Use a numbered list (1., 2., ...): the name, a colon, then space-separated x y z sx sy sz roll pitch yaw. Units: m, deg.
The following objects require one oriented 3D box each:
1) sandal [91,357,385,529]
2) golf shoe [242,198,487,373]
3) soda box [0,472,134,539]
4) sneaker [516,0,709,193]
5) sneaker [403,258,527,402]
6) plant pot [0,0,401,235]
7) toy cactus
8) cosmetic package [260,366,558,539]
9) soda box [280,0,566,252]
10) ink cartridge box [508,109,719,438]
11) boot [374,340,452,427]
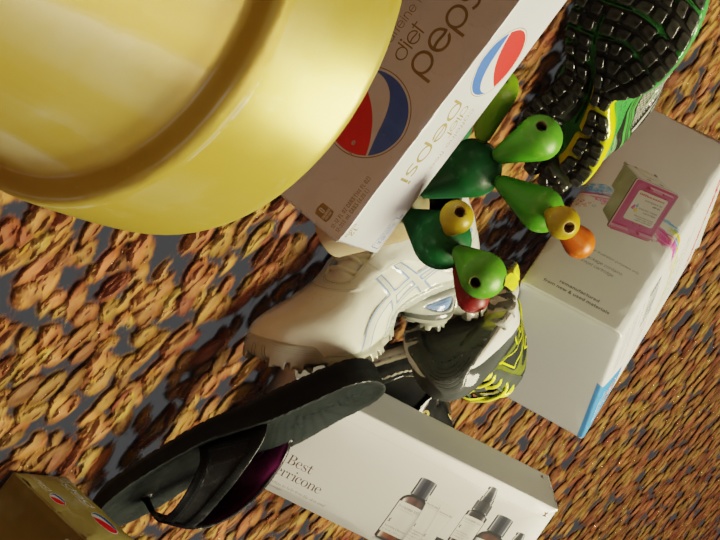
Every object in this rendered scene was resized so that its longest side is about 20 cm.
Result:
1. sandal: -0.074 0.115 1.462 0.200 0.048 0.075 -28 160 14
2. golf shoe: 0.000 0.000 1.511 0.200 0.078 0.097 -24 121 -47
3. soda box: -0.220 0.211 1.392 0.200 0.064 0.068 -53 160 7
4. sneaker: 0.171 -0.143 1.601 0.085 0.078 0.200 -39 168 -46
5. sneaker: 0.082 0.054 1.629 0.200 0.074 0.085 -55 133 -68
6. plant pot: -0.115 -0.125 0.844 0.189 0.201 0.201 14 116 -50
7. toy cactus: 0.052 -0.051 1.429 0.165 0.200 0.102 -24 143 28
8. cosmetic package: 0.022 0.134 1.593 0.083 0.200 0.051 -58 -163 17
9. soda box: 0.033 -0.109 1.350 0.200 0.068 0.064 -53 160 7
10. ink cartridge box: 0.184 -0.002 1.792 0.200 0.085 0.145 -53 166 -33
11. boot: 0.040 0.138 1.685 0.073 0.151 0.200 -16 161 -2
